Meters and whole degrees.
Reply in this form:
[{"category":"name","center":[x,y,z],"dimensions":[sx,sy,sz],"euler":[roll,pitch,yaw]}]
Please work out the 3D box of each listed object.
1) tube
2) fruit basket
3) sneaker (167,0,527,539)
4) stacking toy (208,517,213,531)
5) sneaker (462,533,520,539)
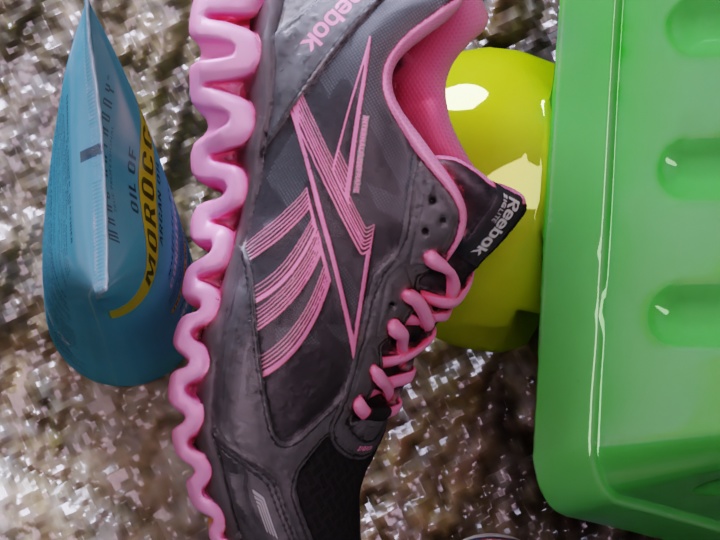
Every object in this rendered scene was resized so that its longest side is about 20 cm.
[{"category":"tube","center":[-0.073,-0.010,0.818],"dimensions":[0.050,0.200,0.078],"euler":[-9,78,-4]},{"category":"fruit basket","center":[0.082,-0.017,0.888],"dimensions":[0.215,0.155,0.216],"euler":[-11,71,36]},{"category":"sneaker","center":[0.000,0.000,0.819],"dimensions":[0.095,0.079,0.201],"euler":[0,86,18]},{"category":"stacking toy","center":[-0.017,0.150,0.853],"dimensions":[0.116,0.110,0.201],"euler":[-6,68,-7]},{"category":"sneaker","center":[0.083,0.167,0.858],"dimensions":[0.075,0.085,0.200],"euler":[-37,85,-12]}]
